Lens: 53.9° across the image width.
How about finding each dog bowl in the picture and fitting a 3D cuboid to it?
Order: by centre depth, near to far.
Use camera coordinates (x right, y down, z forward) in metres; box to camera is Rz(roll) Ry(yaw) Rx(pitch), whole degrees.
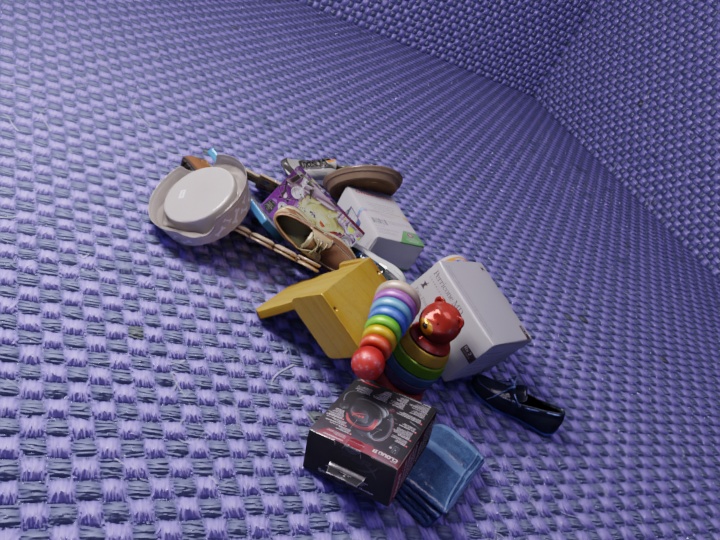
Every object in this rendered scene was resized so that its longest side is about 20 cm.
[{"bbox_3d":[-0.298,-0.131,1.341,0.198,0.059,0.201,-11,48,12],"label":"dog bowl"}]

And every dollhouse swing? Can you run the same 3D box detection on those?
[{"bbox_3d":[-0.056,0.086,1.297,0.182,0.175,0.200,55,31,-2],"label":"dollhouse swing"}]

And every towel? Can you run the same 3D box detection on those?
[{"bbox_3d":[0.127,0.326,1.169,0.111,0.049,0.200,40,31,15],"label":"towel"}]

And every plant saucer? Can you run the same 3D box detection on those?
[{"bbox_3d":[0.006,-0.208,1.746,0.199,0.200,0.030,8,71,-36],"label":"plant saucer"}]

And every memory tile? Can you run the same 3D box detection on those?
[{"bbox_3d":[-0.174,-0.049,1.405,0.199,0.017,0.153,28,-2,-9],"label":"memory tile"}]

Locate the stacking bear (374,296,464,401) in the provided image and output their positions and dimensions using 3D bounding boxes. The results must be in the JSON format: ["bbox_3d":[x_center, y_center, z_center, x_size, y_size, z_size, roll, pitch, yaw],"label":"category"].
[{"bbox_3d":[0.112,0.140,1.278,0.113,0.201,0.122,1,41,-42],"label":"stacking bear"}]

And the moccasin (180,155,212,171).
[{"bbox_3d":[-0.311,-0.173,1.492,0.077,0.074,0.201,-7,37,-36],"label":"moccasin"}]

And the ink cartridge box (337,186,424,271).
[{"bbox_3d":[0.041,-0.102,1.692,0.144,0.088,0.201,9,38,-35],"label":"ink cartridge box"}]

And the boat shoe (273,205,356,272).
[{"bbox_3d":[-0.099,-0.055,1.449,0.199,0.076,0.074,35,13,0],"label":"boat shoe"}]

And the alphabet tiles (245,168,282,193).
[{"bbox_3d":[-0.170,-0.174,1.584,0.199,0.006,0.166,26,-6,-10],"label":"alphabet tiles"}]

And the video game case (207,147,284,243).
[{"bbox_3d":[-0.236,-0.153,1.472,0.200,0.018,0.143,52,-1,16],"label":"video game case"}]

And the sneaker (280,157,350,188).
[{"bbox_3d":[-0.110,-0.257,1.792,0.199,0.080,0.074,9,38,-32],"label":"sneaker"}]

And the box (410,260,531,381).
[{"bbox_3d":[0.208,0.096,1.414,0.199,0.131,0.200,2,52,-55],"label":"box"}]

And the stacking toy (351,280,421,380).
[{"bbox_3d":[0.038,0.106,1.176,0.085,0.086,0.200,30,41,-2],"label":"stacking toy"}]

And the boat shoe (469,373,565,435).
[{"bbox_3d":[0.320,0.255,1.434,0.199,0.069,0.084,25,30,-7],"label":"boat shoe"}]

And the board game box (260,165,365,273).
[{"bbox_3d":[-0.101,-0.107,1.491,0.200,0.120,0.032,45,19,-2],"label":"board game box"}]

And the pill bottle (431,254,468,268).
[{"bbox_3d":[0.239,0.069,1.595,0.111,0.112,0.201,6,38,-37],"label":"pill bottle"}]

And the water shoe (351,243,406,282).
[{"bbox_3d":[0.000,0.000,1.511,0.199,0.072,0.079,25,57,22],"label":"water shoe"}]

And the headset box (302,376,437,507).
[{"bbox_3d":[0.014,0.262,1.094,0.148,0.076,0.200,20,26,18],"label":"headset box"}]
